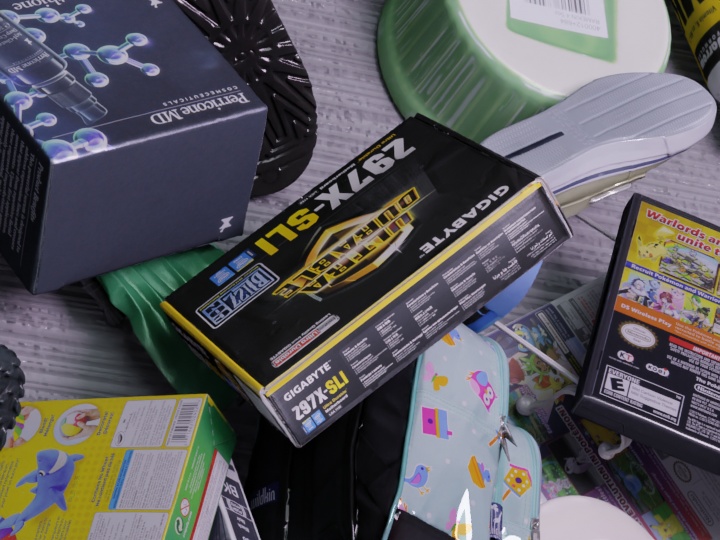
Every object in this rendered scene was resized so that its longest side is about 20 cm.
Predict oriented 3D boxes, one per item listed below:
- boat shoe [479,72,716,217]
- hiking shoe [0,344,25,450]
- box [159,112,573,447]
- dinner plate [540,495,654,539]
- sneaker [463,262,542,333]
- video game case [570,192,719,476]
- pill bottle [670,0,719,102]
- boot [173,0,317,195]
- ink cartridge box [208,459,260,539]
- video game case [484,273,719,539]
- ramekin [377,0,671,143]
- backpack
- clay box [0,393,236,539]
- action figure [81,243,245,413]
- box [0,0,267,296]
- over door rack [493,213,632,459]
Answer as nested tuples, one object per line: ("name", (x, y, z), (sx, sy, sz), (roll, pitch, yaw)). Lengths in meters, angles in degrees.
("boat shoe", (0.149, -0.077, 1.470), (0.200, 0.062, 0.072), (-20, 52, -29))
("hiking shoe", (-0.270, 0.105, 1.204), (0.087, 0.074, 0.200), (35, 72, 23))
("box", (0.000, 0.000, 1.277), (0.200, 0.160, 0.049), (-37, 117, -10))
("dinner plate", (0.154, 0.233, 1.351), (0.200, 0.024, 0.200), (19, 62, -39))
("sneaker", (0.031, -0.001, 1.365), (0.078, 0.200, 0.070), (27, 64, -25))
("video game case", (0.245, 0.056, 1.415), (0.200, 0.026, 0.181), (23, 50, -3))
("pill bottle", (0.297, -0.192, 1.660), (0.114, 0.114, 0.200), (-7, 64, -28))
("boot", (-0.096, -0.167, 1.478), (0.079, 0.211, 0.158), (-19, 26, -8))
("ink cartridge box", (-0.098, 0.180, 1.234), (0.039, 0.099, 0.200), (36, 23, -50))
("video game case", (0.169, 0.110, 1.477), (0.182, 0.023, 0.200), (-25, 75, -34))
("ramekin", (0.121, -0.166, 1.570), (0.200, 0.098, 0.200), (12, 58, -19))
("backpack", (0.016, 0.118, 1.307), (0.153, 0.176, 0.200), (22, 55, -31))
("clay box", (-0.177, 0.130, 1.234), (0.048, 0.200, 0.115), (58, 37, -45))
("action figure", (-0.133, 0.000, 1.381), (0.200, 0.055, 0.118), (39, 54, 9))
("box", (-0.176, -0.101, 1.352), (0.148, 0.107, 0.200), (-18, 51, -32))
("over door rack", (0.141, 0.025, 1.465), (0.148, 0.067, 0.200), (-30, 65, -37))
